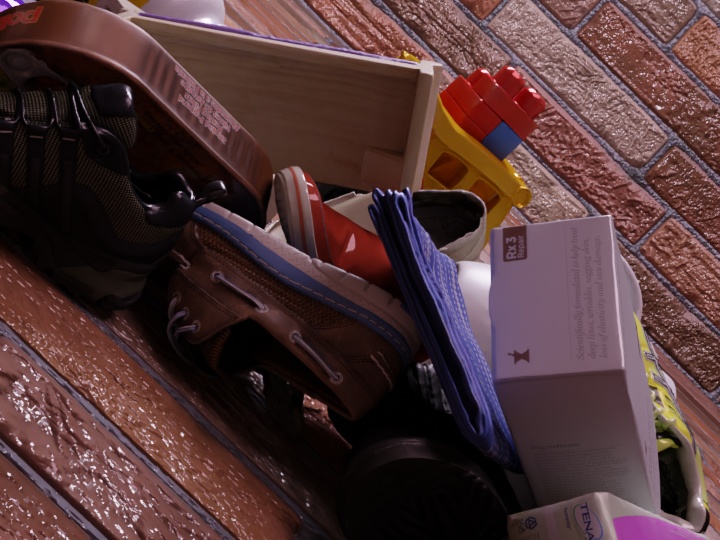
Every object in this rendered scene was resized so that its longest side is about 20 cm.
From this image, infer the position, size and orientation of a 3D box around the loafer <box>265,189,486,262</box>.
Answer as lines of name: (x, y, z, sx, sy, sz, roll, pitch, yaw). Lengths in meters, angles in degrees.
loafer: (0.007, -0.025, 1.147, 0.200, 0.068, 0.076, -13, 60, -32)

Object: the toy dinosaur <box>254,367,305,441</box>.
toy dinosaur: (-0.073, 0.020, 0.973, 0.200, 0.047, 0.088, 46, 17, 28)

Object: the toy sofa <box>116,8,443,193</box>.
toy sofa: (-0.055, -0.102, 0.976, 0.199, 0.083, 0.098, 10, 13, 1)

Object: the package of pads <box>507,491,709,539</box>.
package of pads: (0.155, 0.213, 0.875, 0.200, 0.068, 0.155, 28, 47, -57)

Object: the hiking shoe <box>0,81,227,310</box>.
hiking shoe: (-0.163, -0.068, 0.806, 0.200, 0.101, 0.076, 37, 12, -36)

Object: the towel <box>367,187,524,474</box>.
towel: (0.056, 0.038, 0.896, 0.200, 0.024, 0.145, 42, 25, -73)

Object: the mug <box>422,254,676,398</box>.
mug: (0.124, 0.061, 1.153, 0.175, 0.200, 0.148, 38, -14, -10)

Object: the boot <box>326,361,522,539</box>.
boot: (0.026, 0.103, 0.912, 0.211, 0.079, 0.158, 49, 10, -51)

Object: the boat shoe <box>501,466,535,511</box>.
boat shoe: (0.131, 0.157, 1.038, 0.200, 0.074, 0.060, 60, -13, 1)

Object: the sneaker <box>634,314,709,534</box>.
sneaker: (0.178, 0.086, 1.048, 0.200, 0.075, 0.076, 63, -12, -2)

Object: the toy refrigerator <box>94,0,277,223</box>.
toy refrigerator: (-0.136, -0.100, 1.110, 0.200, 0.076, 0.070, 52, 13, 33)

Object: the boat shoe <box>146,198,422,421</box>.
boat shoe: (-0.068, 0.018, 0.872, 0.200, 0.072, 0.072, 21, -27, 21)

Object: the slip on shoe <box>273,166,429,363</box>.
slip on shoe: (0.000, 0.000, 0.957, 0.200, 0.061, 0.074, 56, 13, -50)

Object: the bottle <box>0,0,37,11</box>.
bottle: (-0.219, -0.137, 0.958, 0.084, 0.065, 0.200, 41, 8, 25)

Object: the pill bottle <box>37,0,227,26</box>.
pill bottle: (-0.180, -0.213, 1.279, 0.200, 0.112, 0.112, 47, 11, 16)

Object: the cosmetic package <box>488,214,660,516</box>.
cosmetic package: (0.124, 0.067, 0.912, 0.200, 0.074, 0.102, 68, 20, -55)

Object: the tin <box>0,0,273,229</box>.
tin: (-0.129, -0.074, 0.885, 0.200, 0.112, 0.042, 45, 43, -43)

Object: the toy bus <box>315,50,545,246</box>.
toy bus: (0.040, -0.098, 1.253, 0.200, 0.192, 0.136, 36, 15, -31)
